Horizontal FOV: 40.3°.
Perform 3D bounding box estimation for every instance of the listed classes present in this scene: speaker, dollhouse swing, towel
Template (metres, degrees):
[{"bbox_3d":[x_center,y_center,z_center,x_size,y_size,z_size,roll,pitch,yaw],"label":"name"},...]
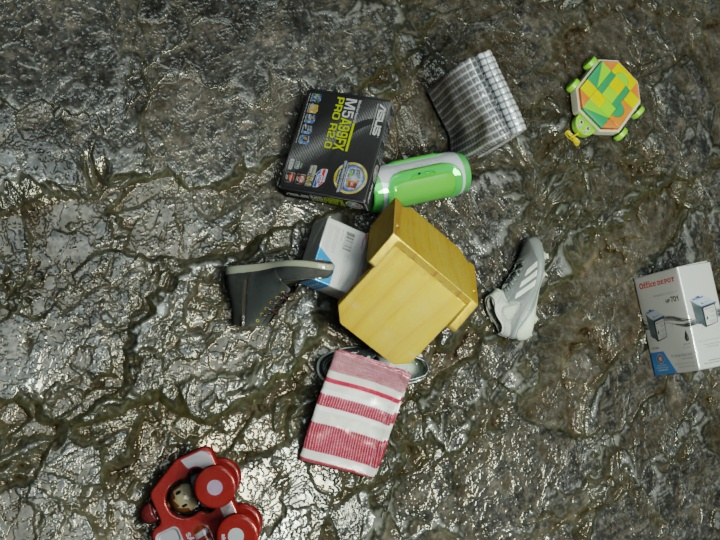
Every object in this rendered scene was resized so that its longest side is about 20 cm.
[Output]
[{"bbox_3d":[0.099,-0.162,1.790,0.199,0.088,0.089,-14,85,-22],"label":"speaker"},{"bbox_3d":[0.072,0.026,1.701,0.200,0.176,0.182,38,27,-19],"label":"dollhouse swing"},{"bbox_3d":[0.204,-0.293,1.794,0.085,0.200,0.166,-28,91,-18],"label":"towel"},{"bbox_3d":[-0.009,0.246,1.673,0.144,0.023,0.201,18,94,-16],"label":"towel"}]

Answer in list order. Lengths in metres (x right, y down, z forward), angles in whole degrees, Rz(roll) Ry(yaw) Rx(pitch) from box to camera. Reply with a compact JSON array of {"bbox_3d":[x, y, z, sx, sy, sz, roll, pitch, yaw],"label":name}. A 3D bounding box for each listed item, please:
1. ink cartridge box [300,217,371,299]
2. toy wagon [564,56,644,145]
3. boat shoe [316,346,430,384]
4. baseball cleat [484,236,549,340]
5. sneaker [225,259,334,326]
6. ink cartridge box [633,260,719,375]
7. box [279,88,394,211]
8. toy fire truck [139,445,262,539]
[{"bbox_3d":[0.000,0.000,1.726,0.200,0.068,0.115,23,73,-22],"label":"ink cartridge box"},{"bbox_3d":[0.488,-0.335,1.992,0.155,0.040,0.200,43,69,-8],"label":"toy wagon"},{"bbox_3d":[0.024,0.167,1.713,0.199,0.060,0.076,-2,81,-21],"label":"boat shoe"},{"bbox_3d":[0.291,0.027,1.835,0.106,0.070,0.201,11,76,-19],"label":"baseball cleat"},{"bbox_3d":[-0.130,0.038,1.636,0.075,0.199,0.107,-2,87,-63],"label":"sneaker"},{"bbox_3d":[0.625,0.095,1.906,0.086,0.146,0.201,-10,83,-20],"label":"ink cartridge box"},{"bbox_3d":[-0.040,-0.215,1.729,0.160,0.044,0.201,11,74,15],"label":"box"},{"bbox_3d":[-0.255,0.392,1.551,0.168,0.112,0.201,-25,89,-4],"label":"toy fire truck"}]
